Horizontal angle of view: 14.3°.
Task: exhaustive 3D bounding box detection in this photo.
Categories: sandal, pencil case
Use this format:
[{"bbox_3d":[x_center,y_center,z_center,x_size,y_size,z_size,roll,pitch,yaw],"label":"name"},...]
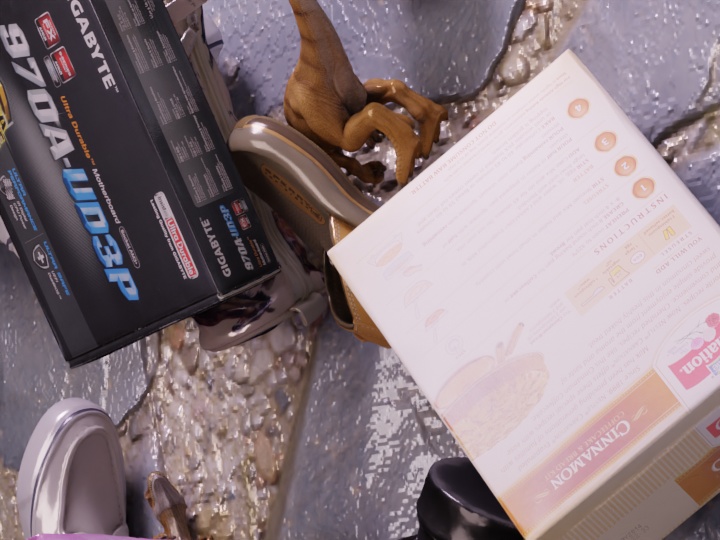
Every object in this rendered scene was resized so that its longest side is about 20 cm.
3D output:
[{"bbox_3d":[0.000,0.000,1.456,0.200,0.054,0.080,39,154,12],"label":"sandal"},{"bbox_3d":[-0.086,-0.054,1.557,0.089,0.078,0.201,-25,90,55],"label":"pencil case"}]

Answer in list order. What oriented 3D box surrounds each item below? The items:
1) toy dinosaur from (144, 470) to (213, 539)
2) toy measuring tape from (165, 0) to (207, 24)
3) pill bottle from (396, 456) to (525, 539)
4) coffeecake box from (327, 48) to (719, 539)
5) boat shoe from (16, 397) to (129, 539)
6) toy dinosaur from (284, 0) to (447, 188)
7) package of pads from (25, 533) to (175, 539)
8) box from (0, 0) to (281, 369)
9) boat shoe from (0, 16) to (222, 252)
[{"bbox_3d":[-0.100,0.215,1.624,0.106,0.060,0.201,155,123,-66],"label":"toy dinosaur"},{"bbox_3d":[-0.021,-0.154,1.499,0.200,0.074,0.074,-36,52,1],"label":"toy measuring tape"},{"bbox_3d":[0.044,0.199,1.394,0.112,0.111,0.201,34,112,47],"label":"pill bottle"},{"bbox_3d":[0.101,0.022,1.325,0.153,0.073,0.200,-40,52,6],"label":"coffeecake box"},{"bbox_3d":[-0.160,0.177,1.677,0.066,0.072,0.201,14,99,48],"label":"boat shoe"},{"bbox_3d":[-0.014,-0.090,1.463,0.200,0.106,0.061,91,-157,-58],"label":"toy dinosaur"},{"bbox_3d":[-0.077,0.192,1.473,0.120,0.199,0.076,38,110,42],"label":"package of pads"},{"bbox_3d":[-0.139,-0.062,1.513,0.159,0.046,0.201,-22,92,51],"label":"box"},{"bbox_3d":[-0.137,-0.065,1.667,0.200,0.072,0.066,-44,83,26],"label":"boat shoe"}]
